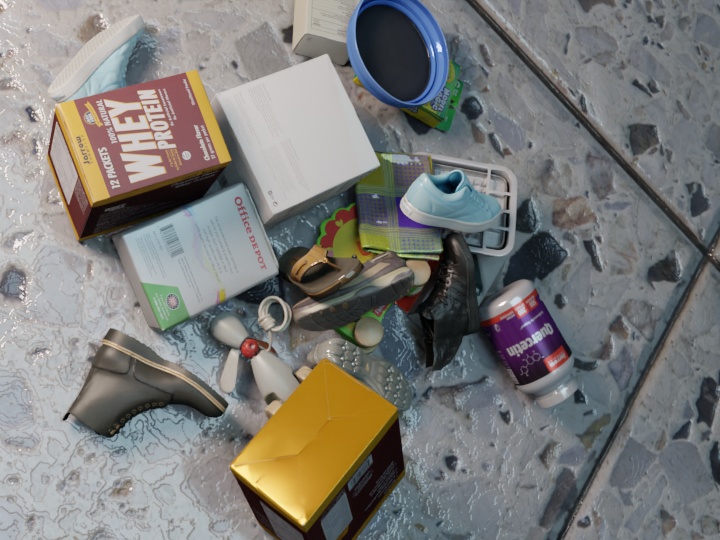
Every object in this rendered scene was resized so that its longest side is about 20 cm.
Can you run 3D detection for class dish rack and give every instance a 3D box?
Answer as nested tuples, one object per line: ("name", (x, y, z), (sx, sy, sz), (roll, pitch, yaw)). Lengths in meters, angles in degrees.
("dish rack", (0.164, -0.106, 1.439), (0.195, 0.044, 0.175), (10, 66, -4))

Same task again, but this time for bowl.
("bowl", (0.061, -0.368, 1.418), (0.197, 0.039, 0.205), (9, 74, -33))

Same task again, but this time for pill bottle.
("pill bottle", (0.286, 0.125, 1.433), (0.112, 0.112, 0.202), (-32, 92, -27))

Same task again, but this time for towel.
("towel", (0.060, -0.111, 1.373), (0.140, 0.023, 0.204), (6, 57, -11))

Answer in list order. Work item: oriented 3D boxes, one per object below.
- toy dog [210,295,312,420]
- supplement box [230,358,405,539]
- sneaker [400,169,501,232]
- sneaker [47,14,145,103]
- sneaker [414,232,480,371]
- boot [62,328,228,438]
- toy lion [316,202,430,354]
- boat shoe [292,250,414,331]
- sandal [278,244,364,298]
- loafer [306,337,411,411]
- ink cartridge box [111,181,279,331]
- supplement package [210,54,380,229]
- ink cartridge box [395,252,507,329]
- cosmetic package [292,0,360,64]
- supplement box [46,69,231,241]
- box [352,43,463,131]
("toy dog", (-0.141, 0.151, 1.260), (0.130, 0.097, 0.203), (-19, 72, -24))
("supplement box", (-0.049, 0.275, 1.172), (0.131, 0.202, 0.198), (30, 61, 26))
("sneaker", (0.159, -0.114, 1.331), (0.197, 0.083, 0.075), (-2, 48, -39))
("sneaker", (-0.378, -0.296, 1.263), (0.201, 0.073, 0.083), (-57, 133, -29))
("sneaker", (0.133, 0.049, 1.355), (0.102, 0.060, 0.204), (-15, 102, -22))
("boot", (-0.297, 0.191, 1.182), (0.197, 0.078, 0.140), (29, 72, -2))
("toy lion", (0.000, 0.000, 1.352), (0.191, 0.069, 0.201), (38, 72, 5))
("boat shoe", (-0.016, 0.029, 1.283), (0.196, 0.075, 0.074), (-20, 58, -17))
("sandal", (-0.070, -0.012, 1.254), (0.081, 0.199, 0.055), (-41, 120, -16))
("loafer", (0.002, 0.165, 1.323), (0.199, 0.069, 0.071), (37, 52, -30))
("ink cartridge box", (-0.236, -0.022, 1.230), (0.198, 0.087, 0.148), (-27, 102, -25))
("supplement package", (-0.114, -0.189, 1.303), (0.198, 0.147, 0.194), (-26, 90, -27))
("ink cartridge box", (0.137, -0.003, 1.434), (0.173, 0.043, 0.201), (41, 65, -13))
("cosmetic package", (-0.055, -0.465, 1.434), (0.101, 0.073, 0.205), (9, 75, -23))
("supplement box", (-0.311, -0.155, 1.175), (0.194, 0.199, 0.135), (-21, 87, -26))
("box", (0.094, -0.338, 1.489), (0.197, 0.048, 0.119), (26, 69, -19))
